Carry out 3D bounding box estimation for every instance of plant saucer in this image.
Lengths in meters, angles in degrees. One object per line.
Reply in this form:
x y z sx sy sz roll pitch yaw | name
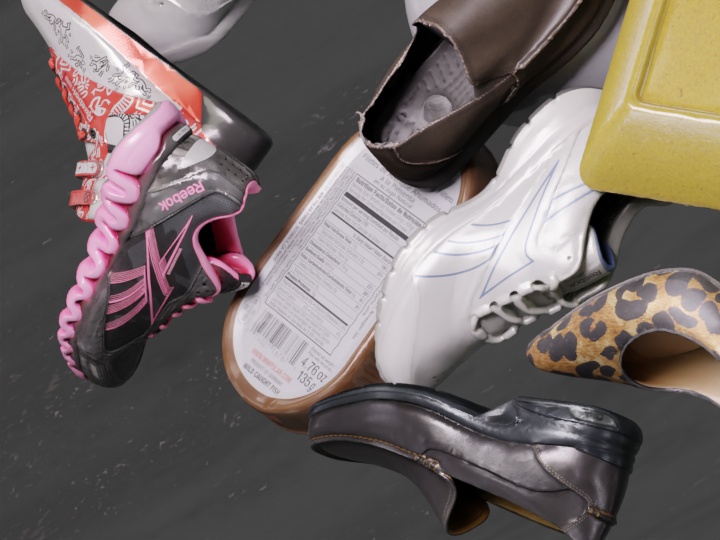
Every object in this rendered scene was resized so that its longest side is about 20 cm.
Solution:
0.225 -0.127 1.550 0.199 0.048 0.201 11 73 23 | plant saucer

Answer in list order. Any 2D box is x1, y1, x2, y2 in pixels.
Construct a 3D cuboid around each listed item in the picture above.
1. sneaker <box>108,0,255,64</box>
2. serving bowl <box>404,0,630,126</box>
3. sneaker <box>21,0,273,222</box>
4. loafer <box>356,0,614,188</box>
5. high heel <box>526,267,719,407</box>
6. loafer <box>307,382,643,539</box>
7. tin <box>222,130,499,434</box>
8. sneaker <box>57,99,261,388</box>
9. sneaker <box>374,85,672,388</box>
-0.092 -0.195 1.813 0.200 0.088 0.076 -27 56 28 | sneaker
0.103 -0.186 1.686 0.199 0.066 0.201 -16 59 29 | serving bowl
-0.157 -0.091 1.799 0.201 0.067 0.108 37 94 21 | sneaker
0.070 -0.126 1.609 0.073 0.071 0.200 42 107 22 | loafer
0.174 0.072 1.502 0.199 0.071 0.143 -9 57 22 | high heel
0.052 0.104 1.579 0.199 0.073 0.073 3 74 38 | loafer
0.000 0.000 1.688 0.112 0.042 0.200 37 91 37 | tin
-0.110 0.001 1.708 0.095 0.200 0.079 26 41 7 | sneaker
0.086 -0.006 1.609 0.200 0.074 0.087 -49 54 6 | sneaker
